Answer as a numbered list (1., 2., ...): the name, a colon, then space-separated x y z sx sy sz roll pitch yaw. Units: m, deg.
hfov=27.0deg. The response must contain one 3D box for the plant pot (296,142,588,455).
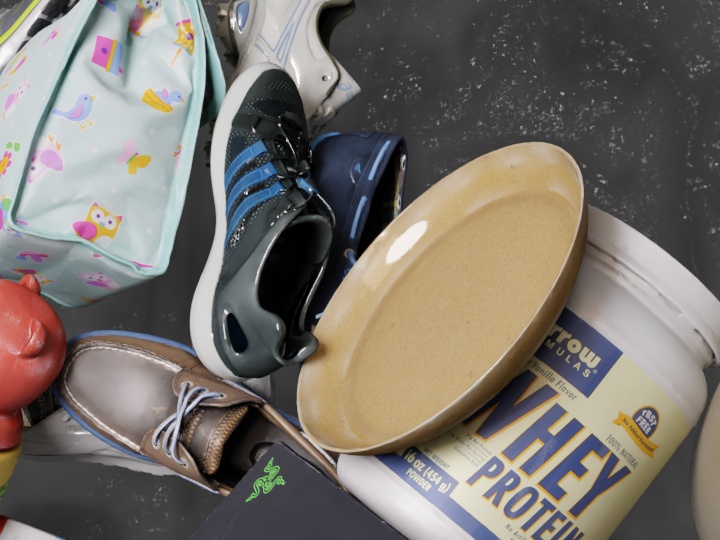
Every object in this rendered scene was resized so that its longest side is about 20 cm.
1. plant pot: 0.046 0.018 0.790 0.200 0.027 0.201 -38 25 22

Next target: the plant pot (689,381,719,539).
1. plant pot: 0.252 0.085 0.748 0.186 0.200 0.189 -6 68 14

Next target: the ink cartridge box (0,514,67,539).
1. ink cartridge box: -0.186 0.220 0.893 0.199 0.067 0.117 14 75 25

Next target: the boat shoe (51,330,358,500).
1. boat shoe: -0.086 0.089 0.871 0.199 0.072 0.073 23 85 -5

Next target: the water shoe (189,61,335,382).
1. water shoe: -0.043 -0.032 0.880 0.079 0.071 0.202 -11 65 38

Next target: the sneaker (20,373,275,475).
1. sneaker: -0.152 0.083 0.933 0.198 0.081 0.077 -8 67 12

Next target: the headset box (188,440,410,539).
1. headset box: -0.036 0.199 0.751 0.174 0.093 0.200 -48 27 -9

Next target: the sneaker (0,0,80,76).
1. sneaker: -0.250 -0.161 1.057 0.200 0.074 0.081 -45 61 -5

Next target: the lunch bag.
1. lunch bag: -0.168 -0.090 0.942 0.121 0.170 0.202 20 72 -24

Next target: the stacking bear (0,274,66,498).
1. stacking bear: -0.245 0.090 0.862 0.200 0.113 0.122 -51 23 14

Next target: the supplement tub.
1. supplement tub: 0.098 0.077 0.825 0.145 0.145 0.200 36 84 24

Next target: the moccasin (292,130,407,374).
1. moccasin: 0.000 0.000 0.917 0.068 0.080 0.202 -10 69 20

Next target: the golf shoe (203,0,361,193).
1. golf shoe: -0.049 -0.106 0.978 0.096 0.078 0.202 4 77 3
